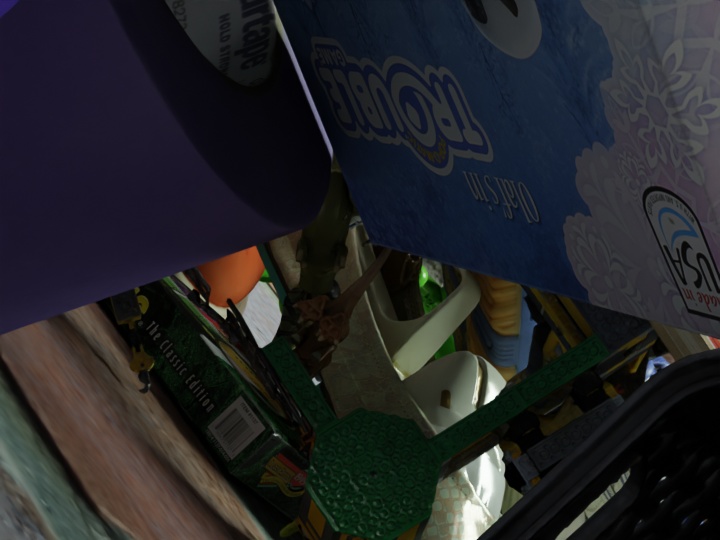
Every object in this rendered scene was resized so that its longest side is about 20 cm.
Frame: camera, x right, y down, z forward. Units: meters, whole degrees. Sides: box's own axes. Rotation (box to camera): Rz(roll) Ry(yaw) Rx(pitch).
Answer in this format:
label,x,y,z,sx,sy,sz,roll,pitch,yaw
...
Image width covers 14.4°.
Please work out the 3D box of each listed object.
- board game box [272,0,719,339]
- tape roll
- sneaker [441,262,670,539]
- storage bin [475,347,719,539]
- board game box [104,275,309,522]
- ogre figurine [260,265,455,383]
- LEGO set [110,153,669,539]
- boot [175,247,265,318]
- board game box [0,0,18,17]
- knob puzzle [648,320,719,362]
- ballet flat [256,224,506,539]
label,x,y,z,sx,sy,sz,roll,pitch,yaw
board game box,0.018,-0.092,0.586,0.200,0.043,0.200,67,-17,-14
tape roll,-0.082,-0.091,0.651,0.200,0.085,0.201,-20,90,-77
sneaker,0.080,0.039,0.995,0.075,0.088,0.200,-105,-176,-47
storage bin,0.091,0.130,0.501,0.200,0.135,0.094,50,3,31
board game box,-0.016,0.064,0.961,0.105,0.023,0.200,53,5,36
ogre figurine,0.003,0.016,1.128,0.200,0.098,0.120,26,-10,43
LEGO set,0.000,0.000,0.848,0.200,0.154,0.116,48,-16,12
boot,-0.051,-0.040,1.001,0.075,0.107,0.200,46,0,13
board game box,-0.123,-0.107,0.520,0.200,0.134,0.045,50,3,38
knob puzzle,0.072,-0.054,0.824,0.220,0.030,0.220,52,15,-19
ballet flat,0.014,0.030,0.911,0.067,0.062,0.200,48,15,-47
